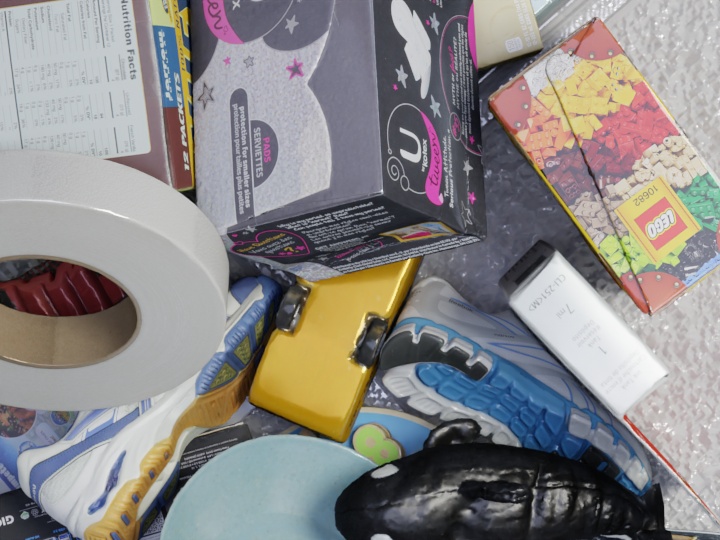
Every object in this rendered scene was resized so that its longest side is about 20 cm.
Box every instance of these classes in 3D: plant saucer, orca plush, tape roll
[{"bbox_3d":[-0.034,0.196,1.332,0.200,0.039,0.202,13,60,-24],"label":"plant saucer"},{"bbox_3d":[0.089,0.144,1.324,0.199,0.071,0.106,17,80,-6],"label":"orca plush"},{"bbox_3d":[-0.172,0.009,1.257,0.201,0.203,0.037,-1,54,3],"label":"tape roll"}]

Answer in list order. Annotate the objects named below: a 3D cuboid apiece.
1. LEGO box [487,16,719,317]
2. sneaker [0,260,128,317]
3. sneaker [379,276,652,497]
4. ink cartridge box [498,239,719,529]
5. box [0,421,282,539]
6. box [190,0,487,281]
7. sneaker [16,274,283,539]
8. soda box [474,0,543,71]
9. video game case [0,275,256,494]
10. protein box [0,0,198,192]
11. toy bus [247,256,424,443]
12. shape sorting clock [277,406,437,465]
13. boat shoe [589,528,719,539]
[{"bbox_3d":[0.145,-0.060,1.321,0.077,0.200,0.149,-37,91,4],"label":"LEGO box"},{"bbox_3d":[-0.166,0.017,1.388,0.200,0.098,0.071,-27,94,27],"label":"sneaker"},{"bbox_3d":[0.103,0.070,1.397,0.200,0.087,0.075,38,128,-19],"label":"sneaker"},{"bbox_3d":[0.153,0.061,1.327,0.044,0.200,0.174,-44,91,3],"label":"ink cartridge box"},{"bbox_3d":[-0.133,0.213,1.366,0.199,0.050,0.200,-16,74,-9],"label":"box"},{"bbox_3d":[-0.016,-0.111,1.292,0.132,0.115,0.201,-13,70,32],"label":"box"},{"bbox_3d":[-0.125,0.067,1.363,0.088,0.075,0.200,27,60,20],"label":"sneaker"},{"bbox_3d":[0.051,-0.219,1.386,0.067,0.064,0.201,-16,93,4],"label":"soda box"},{"bbox_3d":[-0.156,0.070,1.434,0.200,0.018,0.143,-41,91,4],"label":"video game case"},{"bbox_3d":[-0.189,-0.104,1.328,0.199,0.199,0.136,-6,93,9],"label":"protein box"},{"bbox_3d":[0.000,0.000,1.383,0.065,0.078,0.201,22,85,7],"label":"toy bus"},{"bbox_3d":[0.000,0.184,1.406,0.199,0.039,0.201,-1,86,13],"label":"shape sorting clock"},{"bbox_3d":[0.168,0.189,1.387,0.199,0.091,0.071,-2,93,3],"label":"boat shoe"}]
